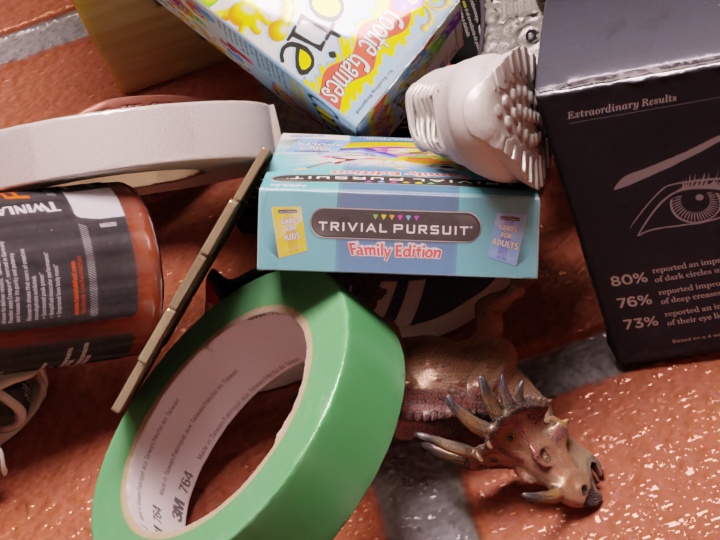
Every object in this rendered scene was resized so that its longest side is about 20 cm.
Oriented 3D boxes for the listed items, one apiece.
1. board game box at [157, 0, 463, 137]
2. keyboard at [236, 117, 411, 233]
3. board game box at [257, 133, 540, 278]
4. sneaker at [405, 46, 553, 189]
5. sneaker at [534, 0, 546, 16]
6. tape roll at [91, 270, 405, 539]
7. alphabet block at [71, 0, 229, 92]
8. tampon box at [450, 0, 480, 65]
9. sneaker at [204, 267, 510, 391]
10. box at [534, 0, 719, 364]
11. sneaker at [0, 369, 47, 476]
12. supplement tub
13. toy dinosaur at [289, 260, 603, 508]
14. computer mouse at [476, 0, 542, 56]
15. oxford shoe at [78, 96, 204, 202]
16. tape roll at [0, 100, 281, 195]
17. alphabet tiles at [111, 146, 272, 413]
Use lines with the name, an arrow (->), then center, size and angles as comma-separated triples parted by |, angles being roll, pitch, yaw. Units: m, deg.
board game box -> -0.044, -0.175, 1.622 | 0.200, 0.105, 0.103 | 39, 84, 9
keyboard -> 0.018, -0.067, 1.670 | 0.199, 0.040, 0.104 | 1, 42, 25
board game box -> 0.023, -0.039, 1.474 | 0.150, 0.047, 0.200 | 2, 11, 1
sneaker -> 0.061, -0.082, 1.419 | 0.080, 0.077, 0.200 | -1, 3, 10
sneaker -> 0.179, -0.123, 1.528 | 0.073, 0.200, 0.085 | -5, 40, 41
tape roll -> -0.063, 0.093, 1.422 | 0.200, 0.048, 0.201 | -37, 31, 26
alphabet block -> -0.114, -0.268, 1.810 | 0.199, 0.197, 0.196 | -17, 66, 3
tampon box -> 0.142, -0.211, 1.723 | 0.199, 0.127, 0.150 | -17, 36, 4
sneaker -> 0.000, 0.000, 1.553 | 0.199, 0.085, 0.075 | -23, 36, -5
box -> 0.191, -0.061, 1.443 | 0.147, 0.201, 0.105 | -8, 37, 15
sneaker -> -0.224, 0.052, 1.603 | 0.080, 0.077, 0.201 | 4, 47, 16
supplement tub -> -0.221, 0.009, 1.512 | 0.199, 0.108, 0.107 | -7, 30, -24
toy dinosaur -> 0.037, 0.068, 1.444 | 0.199, 0.086, 0.136 | -2, 37, 20
computer mouse -> 0.134, -0.166, 1.596 | 0.140, 0.046, 0.201 | -14, 62, 10
oxford shoe -> -0.186, -0.071, 1.736 | 0.199, 0.071, 0.074 | -15, 4, -15
tape roll -> -0.148, -0.070, 1.595 | 0.201, 0.037, 0.203 | -9, -3, 0
alphabet tiles -> -0.093, 0.004, 1.488 | 0.167, 0.006, 0.200 | -60, 1, 1
